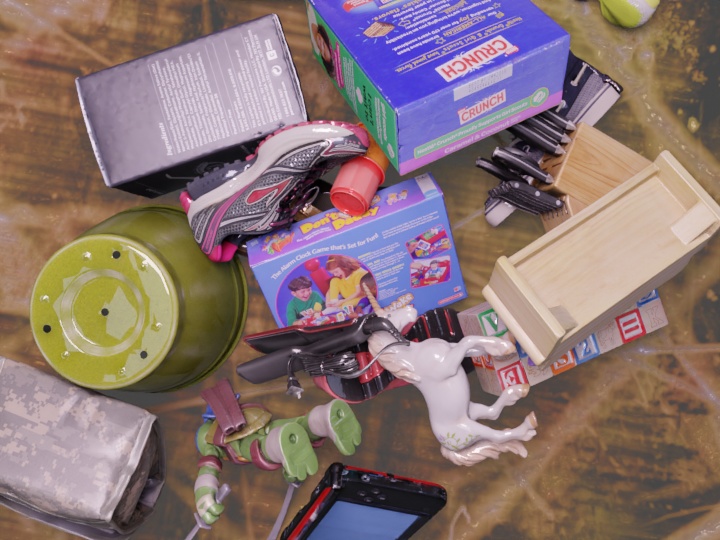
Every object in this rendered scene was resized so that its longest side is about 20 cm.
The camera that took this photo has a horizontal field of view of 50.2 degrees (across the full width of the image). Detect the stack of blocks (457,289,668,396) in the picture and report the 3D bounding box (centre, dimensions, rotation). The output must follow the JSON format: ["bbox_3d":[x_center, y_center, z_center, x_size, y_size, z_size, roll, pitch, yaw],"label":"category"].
[{"bbox_3d":[0.203,0.036,0.793,0.197,0.059,0.117,-21,92,-13],"label":"stack of blocks"}]

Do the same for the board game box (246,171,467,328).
[{"bbox_3d":[0.000,0.000,0.782,0.196,0.045,0.136,-20,127,-1],"label":"board game box"}]

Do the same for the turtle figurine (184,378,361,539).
[{"bbox_3d":[-0.090,0.207,0.760,0.143,0.192,0.204,25,57,-35],"label":"turtle figurine"}]

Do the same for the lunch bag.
[{"bbox_3d":[-0.279,0.184,0.743,0.161,0.201,0.119,20,64,2],"label":"lunch bag"}]

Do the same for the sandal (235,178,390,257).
[{"bbox_3d":[-0.045,-0.063,0.791,0.195,0.055,0.083,-5,51,-3],"label":"sandal"}]

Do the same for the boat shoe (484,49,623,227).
[{"bbox_3d":[0.177,-0.146,0.808,0.093,0.075,0.200,42,82,3],"label":"boat shoe"}]

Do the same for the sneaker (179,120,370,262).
[{"bbox_3d":[-0.074,-0.077,0.721,0.198,0.080,0.076,-26,79,22],"label":"sneaker"}]

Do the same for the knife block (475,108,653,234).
[{"bbox_3d":[0.216,-0.104,0.740,0.197,0.064,0.179,-20,92,-13],"label":"knife block"}]

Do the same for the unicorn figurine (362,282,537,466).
[{"bbox_3d":[0.084,0.098,0.719,0.135,0.074,0.204,-14,95,14],"label":"unicorn figurine"}]

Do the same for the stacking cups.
[{"bbox_3d":[0.026,-0.144,0.765,0.059,0.061,0.203,21,65,-2],"label":"stacking cups"}]

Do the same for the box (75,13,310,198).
[{"bbox_3d":[-0.153,-0.154,0.758,0.196,0.148,0.106,-18,92,-1],"label":"box"}]

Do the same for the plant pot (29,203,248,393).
[{"bbox_3d":[-0.217,0.033,0.738,0.196,0.193,0.205,0,91,-2],"label":"plant pot"}]

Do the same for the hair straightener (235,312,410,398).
[{"bbox_3d":[-0.041,0.088,0.722,0.197,0.041,0.078,-11,52,33],"label":"hair straightener"}]

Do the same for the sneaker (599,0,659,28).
[{"bbox_3d":[0.239,-0.348,0.806,0.199,0.076,0.106,36,78,-9],"label":"sneaker"}]

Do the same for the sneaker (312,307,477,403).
[{"bbox_3d":[0.038,0.086,0.809,0.196,0.087,0.075,-9,86,-25],"label":"sneaker"}]

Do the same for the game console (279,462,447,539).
[{"bbox_3d":[-0.028,0.278,0.723,0.169,0.201,0.120,14,51,-13],"label":"game console"}]

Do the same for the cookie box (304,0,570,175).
[{"bbox_3d":[0.063,-0.203,0.700,0.169,0.076,0.201,-24,52,-10],"label":"cookie box"}]

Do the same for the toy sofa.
[{"bbox_3d":[0.207,-0.006,0.667,0.198,0.098,0.083,-32,70,-13],"label":"toy sofa"}]
